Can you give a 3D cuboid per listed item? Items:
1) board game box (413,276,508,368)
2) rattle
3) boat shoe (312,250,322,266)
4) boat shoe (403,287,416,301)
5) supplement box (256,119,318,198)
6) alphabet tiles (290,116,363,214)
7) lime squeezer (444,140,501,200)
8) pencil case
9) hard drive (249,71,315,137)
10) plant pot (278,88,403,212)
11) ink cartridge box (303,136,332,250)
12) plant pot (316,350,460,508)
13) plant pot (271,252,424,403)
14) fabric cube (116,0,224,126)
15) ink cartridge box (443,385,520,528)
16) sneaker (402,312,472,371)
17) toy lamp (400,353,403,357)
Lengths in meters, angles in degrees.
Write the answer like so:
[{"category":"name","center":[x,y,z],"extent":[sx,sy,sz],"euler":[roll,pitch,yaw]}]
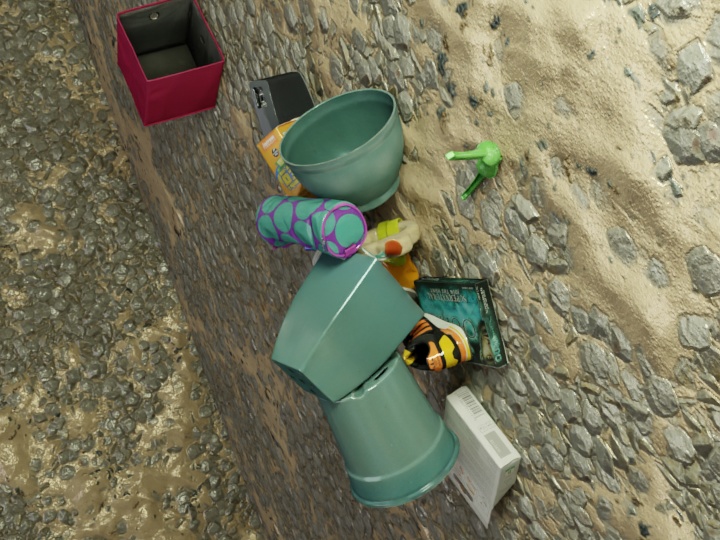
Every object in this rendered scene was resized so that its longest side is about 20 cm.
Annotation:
[{"category":"board game box","center":[0.157,0.079,1.460],"extent":[0.200,0.028,0.137],"euler":[2,109,67]},{"category":"rattle","center":[0.051,-0.002,1.479],"extent":[0.200,0.129,0.144],"euler":[-129,37,-72]},{"category":"boat shoe","center":[0.000,0.002,1.588],"extent":[0.065,0.201,0.075],"euler":[34,94,45]},{"category":"boat shoe","center":[0.060,0.072,1.587],"extent":[0.200,0.066,0.058],"euler":[104,169,-77]},{"category":"supplement box","center":[-0.090,-0.150,1.543],"extent":[0.066,0.069,0.201],"euler":[-35,84,41]},{"category":"alphabet tiles","center":[-0.062,-0.178,1.624],"extent":[0.194,0.015,0.202],"euler":[-7,105,29]},{"category":"lime squeezer","center":[0.161,-0.138,1.240],"extent":[0.038,0.071,0.200],"euler":[45,-179,15]},{"category":"pencil case","center":[-0.082,-0.069,1.443],"extent":[0.199,0.085,0.093],"euler":[13,117,51]},{"category":"hard drive","center":[-0.126,-0.268,1.708],"extent":[0.042,0.135,0.202],"euler":[-10,102,40]},{"category":"plant pot","center":[-0.013,-0.177,1.462],"extent":[0.200,0.200,0.135],"euler":[38,161,52]},{"category":"ink cartridge box","center":[-0.066,-0.136,1.607],"extent":[0.093,0.044,0.202],"euler":[0,109,29]},{"category":"plant pot","center":[0.033,0.241,1.483],"extent":[0.200,0.199,0.197],"euler":[20,140,62]},{"category":"plant pot","center":[-0.032,0.093,1.422],"extent":[0.141,0.201,0.141],"euler":[11,150,52]},{"category":"fabric cube","center":[-0.458,-0.499,2.188],"extent":[0.201,0.195,0.200],"euler":[63,158,14]},{"category":"ink cartridge box","center":[0.197,0.318,1.549],"extent":[0.161,0.050,0.201],"euler":[52,156,37]},{"category":"sneaker","center":[0.096,0.119,1.476],"extent":[0.200,0.089,0.071],"euler":[8,117,65]},{"category":"toy lamp","center":[0.069,0.169,1.702],"extent":[0.200,0.058,0.059],"euler":[-29,82,65]}]
